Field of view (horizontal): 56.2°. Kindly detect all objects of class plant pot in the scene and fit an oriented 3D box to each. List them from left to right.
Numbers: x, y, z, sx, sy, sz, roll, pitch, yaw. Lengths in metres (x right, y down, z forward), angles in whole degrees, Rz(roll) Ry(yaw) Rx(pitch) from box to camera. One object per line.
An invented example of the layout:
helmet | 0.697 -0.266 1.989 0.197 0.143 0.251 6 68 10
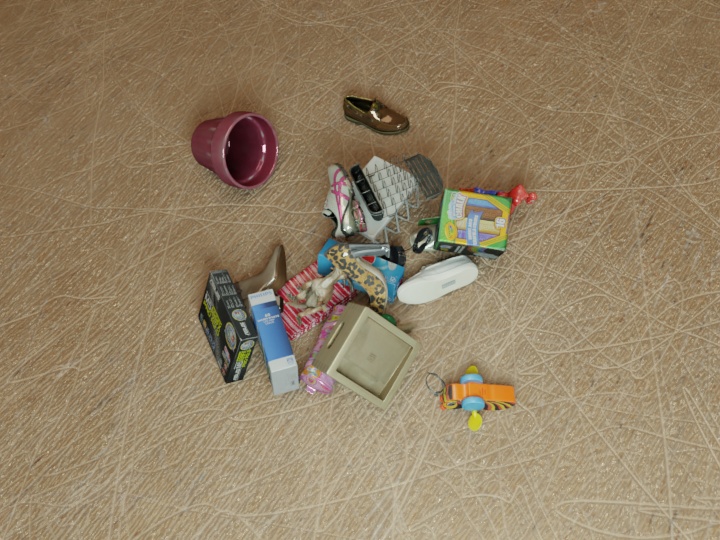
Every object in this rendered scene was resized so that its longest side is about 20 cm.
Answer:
plant pot | -0.348 -0.329 1.802 0.178 0.201 0.201 17 60 36

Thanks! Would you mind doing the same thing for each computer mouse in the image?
computer mouse | 0.109 -0.044 1.562 0.034 0.200 0.059 6 66 -32

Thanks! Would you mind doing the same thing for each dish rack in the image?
dish rack | 0.089 -0.207 1.580 0.198 0.055 0.154 -22 60 -6

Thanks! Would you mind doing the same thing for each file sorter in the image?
file sorter | 0.039 -0.147 1.655 0.138 0.125 0.200 29 67 23

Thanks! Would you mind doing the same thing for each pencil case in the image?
pencil case | -0.063 0.176 1.494 0.087 0.088 0.201 16 62 18

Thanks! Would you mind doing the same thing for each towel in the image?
towel | -0.121 0.061 1.611 0.199 0.023 0.145 -35 59 -13

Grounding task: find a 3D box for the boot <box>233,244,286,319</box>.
boot | -0.253 0.037 1.601 0.144 0.070 0.202 -8 59 13

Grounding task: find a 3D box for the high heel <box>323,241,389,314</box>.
high heel | -0.011 0.028 1.481 0.141 0.202 0.072 -1 26 -7

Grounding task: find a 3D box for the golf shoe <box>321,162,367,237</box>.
golf shoe | -0.052 -0.165 1.564 0.091 0.073 0.202 -18 59 -2

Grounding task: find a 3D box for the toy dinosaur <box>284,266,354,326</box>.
toy dinosaur | -0.086 0.050 1.533 0.135 0.200 0.086 -31 86 -44

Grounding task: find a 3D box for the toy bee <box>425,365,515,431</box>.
toy bee | 0.214 0.255 1.403 0.199 0.109 0.132 29 55 -3

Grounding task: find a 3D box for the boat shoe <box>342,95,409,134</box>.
boat shoe | 0.040 -0.433 1.869 0.198 0.068 0.072 16 60 17

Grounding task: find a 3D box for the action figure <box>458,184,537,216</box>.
action figure | 0.346 -0.164 1.664 0.198 0.099 0.066 0 58 35

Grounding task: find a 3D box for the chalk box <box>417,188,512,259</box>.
chalk box | 0.232 -0.108 1.544 0.198 0.125 0.125 10 83 2

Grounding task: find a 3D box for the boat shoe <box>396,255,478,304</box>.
boat shoe | 0.172 0.014 1.570 0.198 0.072 0.069 -24 42 -4

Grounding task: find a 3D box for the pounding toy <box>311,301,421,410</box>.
pounding toy | 0.026 0.164 1.432 0.183 0.142 0.201 35 80 -20

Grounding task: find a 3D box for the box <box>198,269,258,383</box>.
box | -0.301 0.125 1.515 0.044 0.161 0.201 -9 52 -33

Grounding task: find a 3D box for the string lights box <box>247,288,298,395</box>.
string lights box | -0.187 0.152 1.448 0.058 0.103 0.201 -14 54 -14

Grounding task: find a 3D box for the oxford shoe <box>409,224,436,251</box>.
oxford shoe | 0.215 -0.096 1.638 0.198 0.058 0.076 -10 59 4

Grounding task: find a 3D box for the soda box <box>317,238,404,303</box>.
soda box | 0.000 0.000 1.583 0.198 0.068 0.064 21 49 12
